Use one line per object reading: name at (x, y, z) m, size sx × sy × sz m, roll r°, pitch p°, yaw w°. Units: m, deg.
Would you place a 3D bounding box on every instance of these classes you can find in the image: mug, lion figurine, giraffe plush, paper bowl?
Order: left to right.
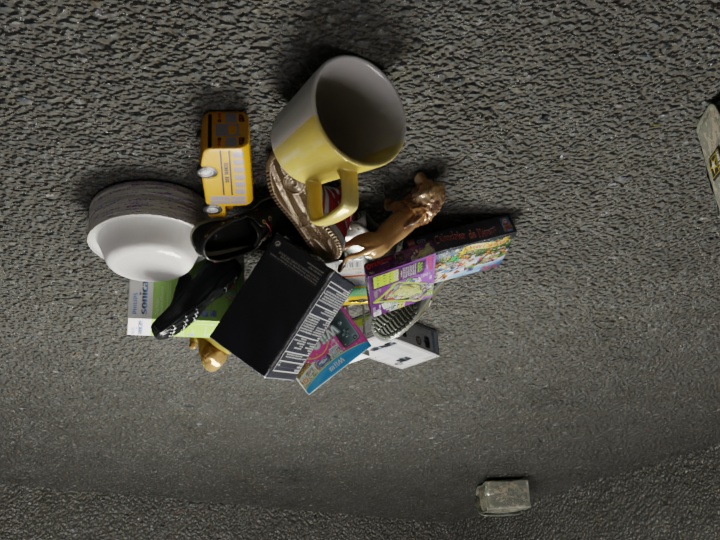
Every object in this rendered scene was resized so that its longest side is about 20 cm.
paper bowl at (-0.339, -0.053, 1.556) m, size 0.198 × 0.105 × 0.201 m, roll -3°, pitch 156°, yaw -1°
giraffe plush at (-0.317, 0.071, 1.801) m, size 0.162 × 0.174 × 0.199 m, roll 32°, pitch 174°, yaw -36°
mug at (-0.050, -0.172, 1.268) m, size 0.149 × 0.187 × 0.153 m, roll 41°, pitch 146°, yaw -21°
lion figurine at (0.049, -0.067, 1.523) m, size 0.072 × 0.200 × 0.122 m, roll 45°, pitch 167°, yaw -20°

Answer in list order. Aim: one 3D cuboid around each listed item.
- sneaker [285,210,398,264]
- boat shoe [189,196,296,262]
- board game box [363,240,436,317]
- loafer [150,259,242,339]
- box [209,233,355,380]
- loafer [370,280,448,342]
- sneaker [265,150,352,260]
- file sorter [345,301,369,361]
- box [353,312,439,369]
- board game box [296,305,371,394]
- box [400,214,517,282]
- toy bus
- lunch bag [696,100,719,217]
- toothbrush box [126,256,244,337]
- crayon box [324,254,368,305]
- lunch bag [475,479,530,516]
sneaker at (-0.029, -0.072, 1.604) m, size 0.198 × 0.074 × 0.089 m, roll 12°, pitch 130°, yaw -16°
boat shoe at (-0.166, -0.064, 1.517) m, size 0.200 × 0.063 × 0.074 m, roll -19°, pitch 120°, yaw -21°
board game box at (0.067, 0.018, 1.621) m, size 0.119 × 0.033 × 0.200 m, roll -15°, pitch 158°, yaw -4°
loafer at (-0.283, 0.038, 1.614) m, size 0.070 × 0.201 × 0.068 m, roll 41°, pitch 146°, yaw 5°
box at (-0.124, 0.065, 1.577) m, size 0.123 × 0.199 × 0.200 m, roll 32°, pitch 178°, yaw 12°
loafer at (0.103, 0.057, 1.799) m, size 0.200 × 0.075 × 0.070 m, roll -45°, pitch 157°, yaw 9°
sneaker at (-0.075, -0.125, 1.495) m, size 0.071 × 0.113 × 0.201 m, roll -14°, pitch 123°, yaw 26°
file sorter at (-0.101, 0.106, 1.892) m, size 0.138 × 0.126 × 0.199 m, roll -23°, pitch 148°, yaw 38°
box at (0.066, 0.150, 2.081) m, size 0.116 × 0.061 × 0.199 m, roll -24°, pitch 148°, yaw 37°
board game box at (-0.097, 0.096, 1.730) m, size 0.147 × 0.201 × 0.064 m, roll -37°, pitch -171°, yaw -7°
box at (0.162, -0.029, 1.683) m, size 0.198 × 0.038 × 0.137 m, roll -14°, pitch 157°, yaw -12°
toy bus at (-0.198, -0.151, 1.410) m, size 0.077 × 0.066 × 0.200 m, roll -2°, pitch 154°, yaw -5°
lunch bag at (0.562, -0.170, 1.341) m, size 0.117 × 0.166 × 0.200 m, roll 8°, pitch 153°, yaw -34°
toothbrush box at (-0.308, 0.035, 1.694) m, size 0.198 × 0.147 × 0.086 m, roll 3°, pitch 155°, yaw -14°
crayon box at (0.000, 0.000, 1.766) m, size 0.124 × 0.052 × 0.200 m, roll -3°, pitch 154°, yaw 0°
lunch bag at (0.511, 0.825, 3.479) m, size 0.162 × 0.119 × 0.200 m, roll -1°, pitch 161°, yaw -5°
